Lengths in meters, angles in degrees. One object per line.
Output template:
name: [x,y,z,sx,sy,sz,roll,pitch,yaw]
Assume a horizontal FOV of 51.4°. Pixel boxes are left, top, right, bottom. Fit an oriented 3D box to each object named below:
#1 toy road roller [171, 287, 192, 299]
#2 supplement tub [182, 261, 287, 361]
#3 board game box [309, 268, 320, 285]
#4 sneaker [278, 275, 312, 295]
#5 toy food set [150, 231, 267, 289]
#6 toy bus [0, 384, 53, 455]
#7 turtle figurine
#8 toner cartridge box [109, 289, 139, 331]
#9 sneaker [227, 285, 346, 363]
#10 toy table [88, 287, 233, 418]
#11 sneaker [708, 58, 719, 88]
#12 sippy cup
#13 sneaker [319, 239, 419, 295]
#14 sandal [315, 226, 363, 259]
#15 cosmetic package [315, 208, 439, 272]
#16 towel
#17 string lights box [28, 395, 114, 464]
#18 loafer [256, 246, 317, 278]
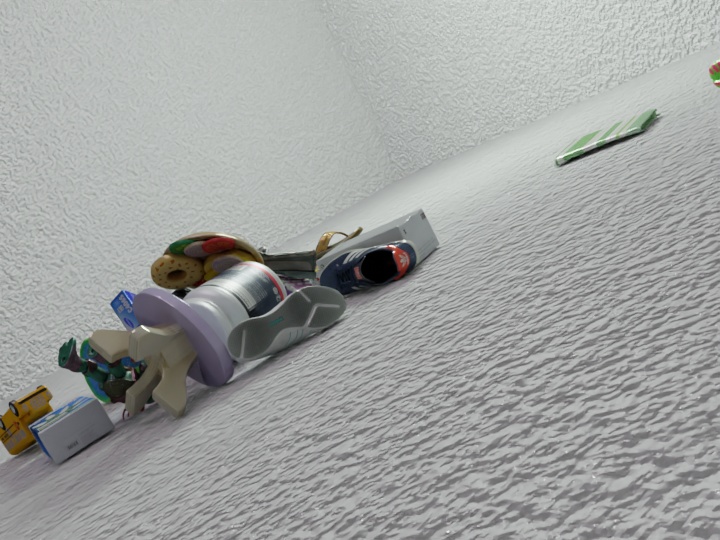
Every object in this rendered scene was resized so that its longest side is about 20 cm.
toy road roller: [-0.311,0.120,1.497,0.199,0.147,0.123,10,2,-9]
supplement tub: [-0.228,0.077,1.301,0.140,0.141,0.200,-23,9,29]
board game box: [-0.085,0.001,1.708,0.126,0.035,0.200,-26,8,16]
sneaker: [-0.177,0.047,1.594,0.080,0.089,0.200,4,7,-43]
toy food set: [-0.281,-0.008,1.416,0.198,0.199,0.049,-34,46,37]
toy bus: [-0.625,0.282,1.403,0.065,0.079,0.200,-32,-2,-43]
turtle figurine: [-0.385,0.167,1.222,0.149,0.200,0.101,-31,50,11]
toner cartridge box: [-0.429,0.110,1.578,0.043,0.095,0.200,-47,-29,4]
sneaker: [-0.116,0.084,1.160,0.199,0.071,0.080,-23,-14,-19]
toy table: [-0.301,0.125,1.116,0.199,0.185,0.117,26,41,24]
sneaker: [0.754,-0.409,1.414,0.084,0.077,0.200,-34,10,-18]
sippy cup: [-0.490,0.187,1.552,0.130,0.178,0.140,-20,-36,-43]
sneaker: [0.000,0.000,1.279,0.199,0.075,0.084,-22,5,30]
sandal: [-0.086,-0.059,1.765,0.199,0.054,0.080,-27,7,5]
cosmetic package: [0.031,-0.032,1.375,0.199,0.081,0.113,-20,11,36]
towel: [0.514,-0.278,1.569,0.199,0.023,0.152,-19,12,41]
string lights box: [-0.492,0.265,1.264,0.103,0.059,0.200,-33,9,-28]
loafer: [-0.186,-0.023,1.527,0.199,0.063,0.072,7,2,-16]
